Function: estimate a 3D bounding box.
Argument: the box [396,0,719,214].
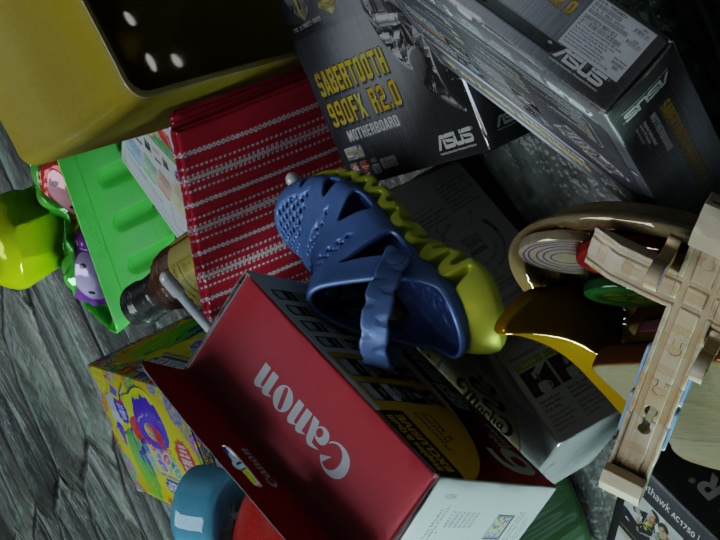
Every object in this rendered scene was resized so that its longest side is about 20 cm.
[{"bbox_3d":[0.095,-0.113,0.907,0.200,0.048,0.158,42,180,33],"label":"box"}]

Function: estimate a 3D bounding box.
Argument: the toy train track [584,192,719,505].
[{"bbox_3d":[0.149,0.050,0.854,0.114,0.033,0.201,26,134,15],"label":"toy train track"}]

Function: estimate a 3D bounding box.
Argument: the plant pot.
[{"bbox_3d":[-0.178,-0.184,1.246,0.176,0.200,0.201,-36,81,43],"label":"plant pot"}]

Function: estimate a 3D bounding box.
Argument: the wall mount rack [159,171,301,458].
[{"bbox_3d":[-0.040,0.040,1.243,0.174,0.200,0.075,53,-178,18],"label":"wall mount rack"}]

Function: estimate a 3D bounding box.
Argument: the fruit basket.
[{"bbox_3d":[-0.293,-0.039,1.665,0.155,0.215,0.217,25,135,63],"label":"fruit basket"}]

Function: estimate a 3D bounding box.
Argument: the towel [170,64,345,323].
[{"bbox_3d":[-0.063,-0.053,1.272,0.022,0.144,0.201,46,151,43],"label":"towel"}]

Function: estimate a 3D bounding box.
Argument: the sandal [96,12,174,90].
[{"bbox_3d":[-0.131,-0.142,1.377,0.212,0.069,0.078,60,-170,12],"label":"sandal"}]

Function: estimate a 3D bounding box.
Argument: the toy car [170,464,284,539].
[{"bbox_3d":[-0.060,0.255,1.176,0.183,0.200,0.178,9,132,23],"label":"toy car"}]

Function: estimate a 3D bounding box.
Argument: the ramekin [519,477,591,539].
[{"bbox_3d":[0.080,0.187,1.275,0.200,0.097,0.201,44,149,36],"label":"ramekin"}]

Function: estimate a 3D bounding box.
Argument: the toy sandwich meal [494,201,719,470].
[{"bbox_3d":[0.164,0.038,0.913,0.204,0.071,0.205,19,159,7],"label":"toy sandwich meal"}]

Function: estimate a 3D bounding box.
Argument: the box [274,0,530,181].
[{"bbox_3d":[0.024,-0.144,1.128,0.200,0.048,0.159,-8,107,64],"label":"box"}]

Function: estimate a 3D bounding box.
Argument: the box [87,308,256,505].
[{"bbox_3d":[-0.083,0.100,1.399,0.200,0.192,0.123,7,120,61],"label":"box"}]

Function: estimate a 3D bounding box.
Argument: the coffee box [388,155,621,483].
[{"bbox_3d":[0.085,0.039,1.143,0.200,0.080,0.113,56,153,17],"label":"coffee box"}]

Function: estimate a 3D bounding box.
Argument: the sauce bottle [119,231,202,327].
[{"bbox_3d":[-0.135,-0.004,1.485,0.200,0.066,0.066,-28,88,46],"label":"sauce bottle"}]

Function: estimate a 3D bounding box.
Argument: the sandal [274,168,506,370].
[{"bbox_3d":[0.000,0.000,1.084,0.200,0.087,0.080,35,141,46],"label":"sandal"}]

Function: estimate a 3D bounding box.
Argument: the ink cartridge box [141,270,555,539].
[{"bbox_3d":[-0.009,0.095,1.067,0.200,0.175,0.084,44,108,33],"label":"ink cartridge box"}]

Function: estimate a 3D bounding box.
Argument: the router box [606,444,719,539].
[{"bbox_3d":[0.232,0.210,1.054,0.200,0.051,0.150,46,148,34],"label":"router box"}]

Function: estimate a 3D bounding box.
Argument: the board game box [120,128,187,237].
[{"bbox_3d":[-0.150,-0.111,1.510,0.153,0.040,0.200,53,153,22],"label":"board game box"}]
